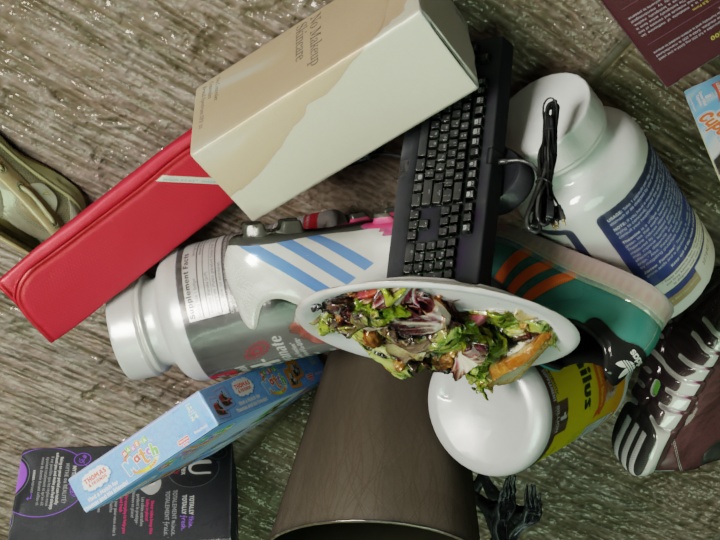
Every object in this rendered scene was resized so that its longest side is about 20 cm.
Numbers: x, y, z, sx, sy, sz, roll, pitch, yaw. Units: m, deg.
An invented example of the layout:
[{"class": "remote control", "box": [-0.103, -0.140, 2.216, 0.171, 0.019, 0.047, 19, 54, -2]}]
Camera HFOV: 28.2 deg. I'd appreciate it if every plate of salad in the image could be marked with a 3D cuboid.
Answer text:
[{"class": "plate of salad", "box": [0.052, 0.050, 1.000, 0.199, 0.048, 0.200, 6, 162, 2]}]

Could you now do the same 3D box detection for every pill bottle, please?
[{"class": "pill bottle", "box": [-0.098, 0.026, 1.156, 0.199, 0.111, 0.111, -14, 131, 8]}, {"class": "pill bottle", "box": [0.149, 0.092, 1.180, 0.200, 0.109, 0.109, -17, 154, -54]}, {"class": "pill bottle", "box": [0.184, -0.055, 1.105, 0.111, 0.111, 0.200, -27, 128, 19]}]

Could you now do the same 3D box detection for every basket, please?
[{"class": "basket", "box": [0.022, 0.149, 1.199, 0.179, 0.201, 0.136, -4, 144, 18]}]

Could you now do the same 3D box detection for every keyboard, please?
[{"class": "keyboard", "box": [0.084, -0.078, 1.005, 0.126, 0.201, 0.021, -4, 153, 23]}]

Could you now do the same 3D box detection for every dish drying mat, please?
[{"class": "dish drying mat", "box": [-0.180, -0.028, 1.107, 0.200, 0.018, 0.077, -39, 131, -5]}]

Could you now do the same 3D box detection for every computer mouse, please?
[{"class": "computer mouse", "box": [0.042, -0.075, 1.064, 0.199, 0.059, 0.034, 16, 163, 35]}]

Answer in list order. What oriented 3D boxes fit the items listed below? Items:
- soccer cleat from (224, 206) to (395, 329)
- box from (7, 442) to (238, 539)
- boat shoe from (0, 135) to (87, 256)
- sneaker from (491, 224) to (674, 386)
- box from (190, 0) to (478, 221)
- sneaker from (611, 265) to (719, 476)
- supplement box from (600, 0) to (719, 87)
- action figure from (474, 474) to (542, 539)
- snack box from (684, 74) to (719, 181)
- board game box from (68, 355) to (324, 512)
[{"class": "soccer cleat", "box": [0.000, 0.000, 1.064, 0.199, 0.070, 0.087, -5, 97, -2]}, {"class": "box", "box": [-0.214, 0.239, 1.329, 0.199, 0.123, 0.106, -2, 132, -2]}, {"class": "boat shoe", "box": [-0.297, -0.067, 1.088, 0.200, 0.063, 0.073, 35, 121, -30]}, {"class": "sneaker", "box": [0.132, 0.025, 1.083, 0.199, 0.080, 0.071, 21, 158, 40]}, {"class": "box", "box": [-0.020, -0.131, 1.033, 0.199, 0.095, 0.078, -30, 125, 19]}, {"class": "sneaker", "box": [0.301, 0.089, 1.224, 0.115, 0.076, 0.201, 9, 118, -28]}, {"class": "supplement box", "box": [0.202, -0.231, 0.981, 0.109, 0.061, 0.200, -30, 126, 22]}, {"class": "action figure", "box": [0.069, 0.188, 1.321, 0.199, 0.103, 0.119, 12, 177, 37]}, {"class": "snack box", "box": [0.297, -0.042, 1.063, 0.037, 0.201, 0.116, -23, 130, 15]}, {"class": "board game box", "box": [-0.131, 0.131, 1.209, 0.151, 0.200, 0.037, -34, 83, 24]}]
